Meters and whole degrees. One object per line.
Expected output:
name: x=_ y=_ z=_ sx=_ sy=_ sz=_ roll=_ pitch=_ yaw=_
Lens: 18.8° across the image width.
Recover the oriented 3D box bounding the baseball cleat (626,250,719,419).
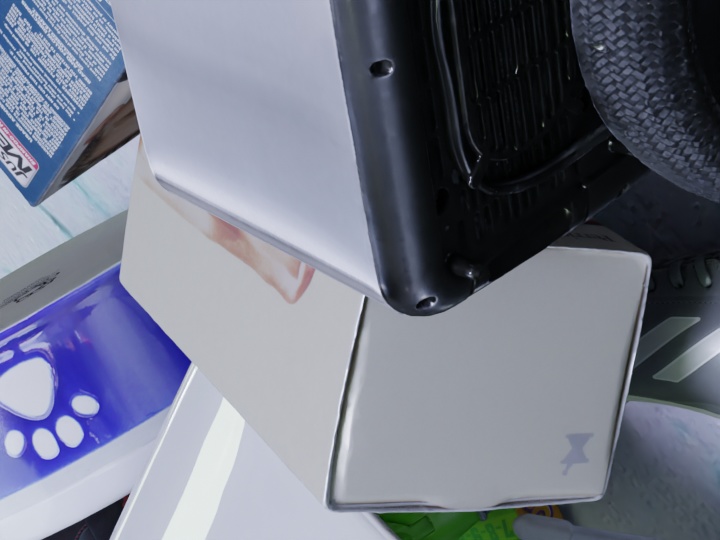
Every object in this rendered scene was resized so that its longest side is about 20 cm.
baseball cleat: x=0.123 y=0.007 z=0.718 sx=0.200 sy=0.070 sz=0.107 roll=23 pitch=122 yaw=34

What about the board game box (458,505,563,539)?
board game box: x=0.057 y=0.126 z=0.937 sx=0.095 sy=0.030 sz=0.200 roll=-1 pitch=118 yaw=52

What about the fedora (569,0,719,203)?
fedora: x=0.124 y=-0.113 z=0.520 sx=0.092 sy=0.200 sz=0.201 roll=-120 pitch=16 yaw=-50

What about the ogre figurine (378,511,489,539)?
ogre figurine: x=-0.009 y=0.106 z=0.867 sx=0.200 sy=0.120 sz=0.098 roll=7 pitch=126 yaw=48

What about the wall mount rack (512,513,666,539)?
wall mount rack: x=0.131 y=0.163 z=0.837 sx=0.174 sy=0.075 sz=0.200 roll=41 pitch=145 yaw=18

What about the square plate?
square plate: x=-0.030 y=0.158 z=0.772 sx=0.200 sy=0.028 sz=0.198 roll=44 pitch=118 yaw=36

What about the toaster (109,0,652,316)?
toaster: x=0.031 y=-0.100 z=0.609 sx=0.119 sy=0.181 sz=0.200 roll=25 pitch=138 yaw=40

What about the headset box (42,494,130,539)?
headset box: x=-0.090 y=0.150 z=0.981 sx=0.149 sy=0.200 sz=0.075 roll=57 pitch=147 yaw=-7

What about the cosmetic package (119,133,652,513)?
cosmetic package: x=0.000 y=0.000 z=0.735 sx=0.200 sy=0.103 sz=0.087 roll=39 pitch=123 yaw=57

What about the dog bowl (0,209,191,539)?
dog bowl: x=-0.118 y=0.039 z=0.906 sx=0.200 sy=0.200 sz=0.079 roll=-16 pitch=107 yaw=55

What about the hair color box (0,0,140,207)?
hair color box: x=-0.077 y=-0.108 z=0.805 sx=0.061 sy=0.100 sz=0.200 roll=50 pitch=148 yaw=2
